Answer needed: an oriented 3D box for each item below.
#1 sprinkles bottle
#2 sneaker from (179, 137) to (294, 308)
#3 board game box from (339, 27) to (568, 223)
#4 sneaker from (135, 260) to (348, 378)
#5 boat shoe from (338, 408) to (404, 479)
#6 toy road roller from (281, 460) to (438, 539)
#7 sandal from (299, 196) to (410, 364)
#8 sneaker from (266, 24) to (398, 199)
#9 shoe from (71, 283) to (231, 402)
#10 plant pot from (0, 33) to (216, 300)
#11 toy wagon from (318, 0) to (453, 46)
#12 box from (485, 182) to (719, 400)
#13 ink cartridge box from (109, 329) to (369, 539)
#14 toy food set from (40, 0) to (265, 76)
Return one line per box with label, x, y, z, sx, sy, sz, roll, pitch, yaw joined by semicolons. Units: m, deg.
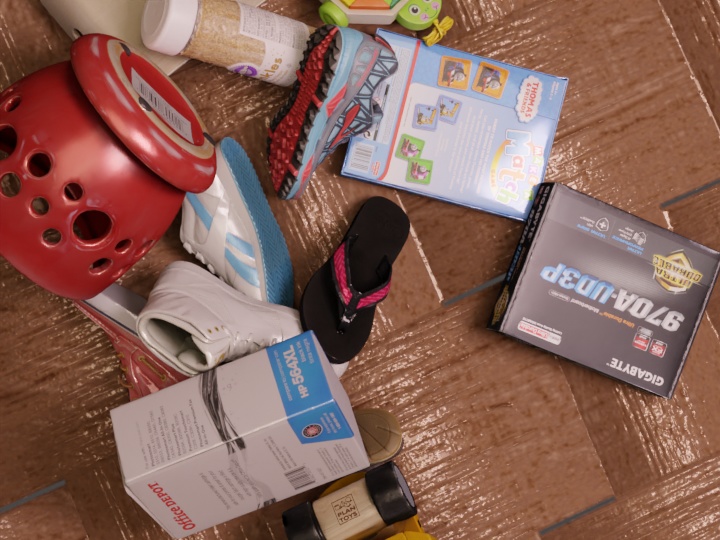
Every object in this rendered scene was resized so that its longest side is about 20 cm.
sprinkles bottle;-0.107;-0.219;1.347;0.200;0.068;0.068;12;88;-32
sneaker;-0.125;-0.026;1.386;0.081;0.077;0.200;-18;95;19
board game box;0.094;-0.144;1.417;0.200;0.037;0.151;14;88;-3
sneaker;-0.113;0.074;1.312;0.200;0.116;0.074;25;119;-2
boat shoe;-0.054;0.181;1.384;0.200;0.065;0.073;-5;62;11
toy road roller;0.024;0.286;1.331;0.123;0.146;0.200;-27;66;5
sandal;0.000;0.000;1.355;0.075;0.045;0.200;34;55;-12
sneaker;-0.023;-0.141;1.356;0.095;0.200;0.079;4;45;-28
shoe;-0.215;0.087;1.371;0.200;0.071;0.091;32;100;6
plant pot;-0.245;-0.103;1.290;0.182;0.200;0.200;-39;92;13
toy wagon;0.013;-0.305;1.392;0.200;0.040;0.155;43;75;5
box;0.244;0.020;1.405;0.200;0.046;0.159;23;87;-14
ink cartridge box;-0.109;0.153;1.288;0.200;0.146;0.084;-21;57;2
toy food set;-0.193;-0.275;1.393;0.200;0.060;0.144;-40;92;-13
